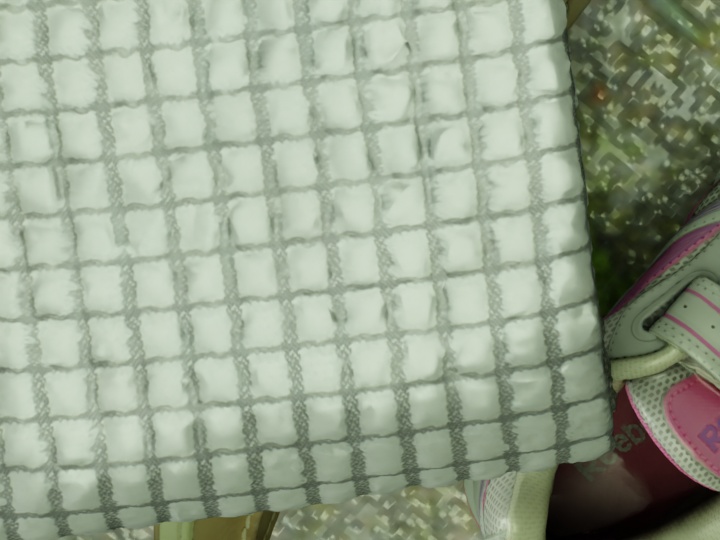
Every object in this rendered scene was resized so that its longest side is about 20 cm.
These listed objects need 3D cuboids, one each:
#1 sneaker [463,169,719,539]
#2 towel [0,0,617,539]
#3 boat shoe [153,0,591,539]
[{"bbox_3d":[0.105,0.021,0.747,0.081,0.088,0.200,39,107,-5],"label":"sneaker"},{"bbox_3d":[-0.030,-0.045,0.683,0.165,0.086,0.200,-8,101,6],"label":"towel"},{"bbox_3d":[0.001,-0.001,0.764,0.063,0.073,0.201,23,100,5],"label":"boat shoe"}]
